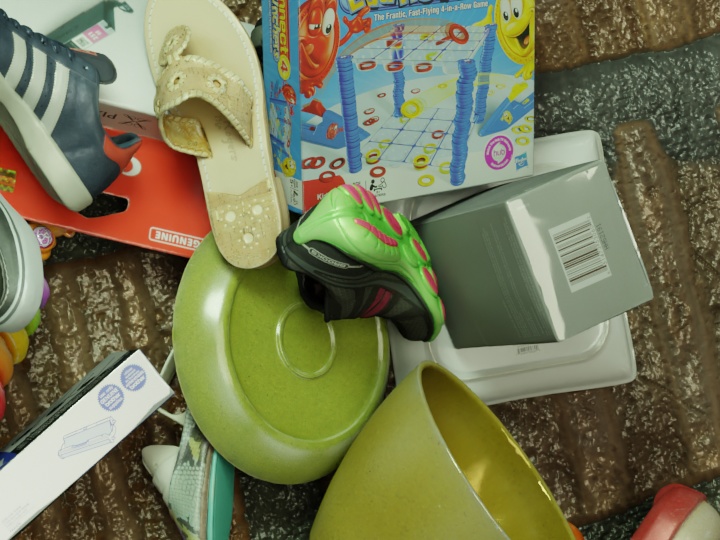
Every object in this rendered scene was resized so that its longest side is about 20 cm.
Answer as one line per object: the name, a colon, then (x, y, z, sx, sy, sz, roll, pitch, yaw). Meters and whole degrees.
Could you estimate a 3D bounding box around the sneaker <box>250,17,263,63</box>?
sneaker: (0.007, -0.192, 1.600, 0.198, 0.076, 0.115, 2, 82, -28)

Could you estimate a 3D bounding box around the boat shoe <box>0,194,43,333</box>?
boat shoe: (-0.272, -0.041, 1.439, 0.056, 0.069, 0.201, 16, 36, -50)

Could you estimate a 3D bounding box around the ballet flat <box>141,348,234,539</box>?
ballet flat: (-0.117, 0.111, 1.554, 0.071, 0.069, 0.202, 6, 75, 11)

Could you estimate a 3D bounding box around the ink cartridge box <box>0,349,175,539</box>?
ink cartridge box: (-0.224, 0.135, 1.497, 0.200, 0.094, 0.044, -42, 99, -16)

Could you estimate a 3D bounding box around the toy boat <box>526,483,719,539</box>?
toy boat: (0.175, 0.235, 1.622, 0.130, 0.131, 0.200, 33, 74, 18)

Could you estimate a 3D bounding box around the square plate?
square plate: (0.111, 0.001, 1.650, 0.198, 0.028, 0.200, -9, 89, -18)

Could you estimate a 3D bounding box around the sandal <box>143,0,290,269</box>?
sandal: (-0.104, -0.104, 1.483, 0.077, 0.070, 0.213, -20, 83, 15)

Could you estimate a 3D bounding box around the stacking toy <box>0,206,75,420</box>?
stacking toy: (-0.257, 0.020, 1.503, 0.116, 0.110, 0.201, 35, 62, -3)

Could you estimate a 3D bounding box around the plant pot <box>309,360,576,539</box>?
plant pot: (0.048, 0.187, 1.548, 0.142, 0.200, 0.200, -37, 99, 13)

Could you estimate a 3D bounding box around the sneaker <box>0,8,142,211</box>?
sneaker: (-0.218, -0.140, 1.458, 0.084, 0.075, 0.201, -38, 120, -12)

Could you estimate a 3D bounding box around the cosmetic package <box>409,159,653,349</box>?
cosmetic package: (0.116, -0.008, 1.535, 0.090, 0.200, 0.108, -23, 96, -16)

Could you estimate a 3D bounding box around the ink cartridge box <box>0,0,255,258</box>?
ink cartridge box: (-0.180, -0.113, 1.534, 0.198, 0.044, 0.175, 13, 66, -17)

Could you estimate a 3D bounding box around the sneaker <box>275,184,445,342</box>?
sneaker: (0.000, 0.000, 1.533, 0.083, 0.200, 0.077, -24, 58, 15)

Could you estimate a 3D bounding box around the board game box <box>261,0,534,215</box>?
board game box: (0.029, -0.153, 1.533, 0.199, 0.056, 0.197, -11, 110, -29)

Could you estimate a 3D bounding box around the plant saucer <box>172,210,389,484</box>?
plant saucer: (-0.047, 0.051, 1.554, 0.199, 0.031, 0.202, 9, 76, -40)
